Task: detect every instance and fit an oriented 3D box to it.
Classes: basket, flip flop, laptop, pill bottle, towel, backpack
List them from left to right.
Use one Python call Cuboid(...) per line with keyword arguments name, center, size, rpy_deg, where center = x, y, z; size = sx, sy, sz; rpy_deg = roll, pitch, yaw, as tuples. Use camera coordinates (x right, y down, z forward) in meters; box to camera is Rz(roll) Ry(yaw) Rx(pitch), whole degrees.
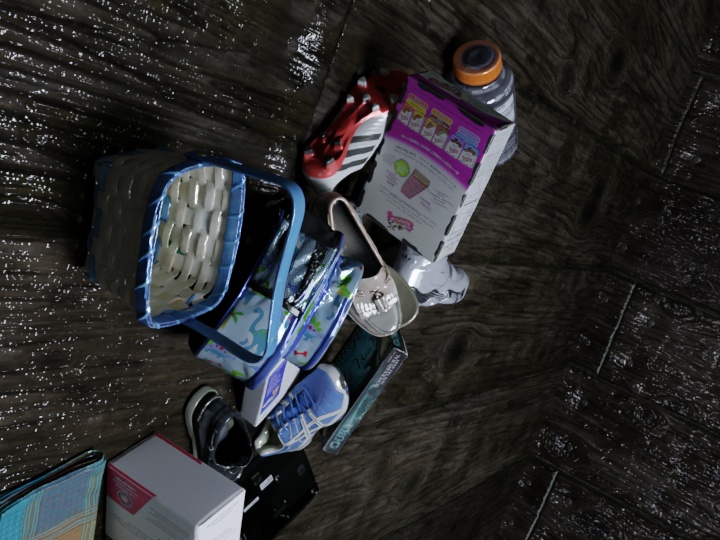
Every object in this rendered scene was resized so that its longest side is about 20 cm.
Cuboid(name="towel", center=(-0.340, 0.301, 0.964), size=(0.146, 0.022, 0.201), rpy_deg=(-23, 133, -54))
Cuboid(name="basket", center=(-0.149, -0.028, 0.825), size=(0.139, 0.199, 0.177), rpy_deg=(-20, 131, -56))
Cuboid(name="laptop", center=(-0.158, 0.365, 1.383), size=(0.177, 0.103, 0.201), rpy_deg=(-39, 119, -44))
Cuboid(name="backpack", center=(-0.094, 0.033, 1.001), size=(0.200, 0.147, 0.183), rpy_deg=(-57, -169, -3))
Cuboid(name="flip flop", center=(0.000, 0.000, 1.170), size=(0.081, 0.200, 0.058), rpy_deg=(-39, -166, -4))
Cuboid(name="pill bottle", center=(0.185, -0.256, 1.373), size=(0.106, 0.106, 0.200), rpy_deg=(-54, 152, -22))

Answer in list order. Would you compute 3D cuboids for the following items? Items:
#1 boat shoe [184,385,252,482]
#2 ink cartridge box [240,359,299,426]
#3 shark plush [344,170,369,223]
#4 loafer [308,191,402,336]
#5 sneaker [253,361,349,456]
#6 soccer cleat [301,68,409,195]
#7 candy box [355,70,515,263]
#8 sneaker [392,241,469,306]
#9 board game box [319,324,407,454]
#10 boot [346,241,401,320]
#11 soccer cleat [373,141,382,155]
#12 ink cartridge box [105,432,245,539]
Cuboid(name="boat shoe", center=(-0.172, 0.229, 1.167), size=(0.075, 0.066, 0.200), rpy_deg=(-45, 148, -36))
Cuboid(name="ink cartridge box", center=(-0.109, 0.126, 1.167), size=(0.095, 0.037, 0.200), rpy_deg=(-47, 170, -31))
Cuboid(name="shark plush", center=(-0.032, -0.039, 1.239), size=(0.083, 0.090, 0.201), rpy_deg=(-61, 156, -79))
Cuboid(name="loafer", center=(-0.003, -0.004, 1.106), size=(0.072, 0.063, 0.201), rpy_deg=(-30, 101, -15))
Cuboid(name="sneaker", center=(-0.083, 0.203, 1.258), size=(0.077, 0.076, 0.200), rpy_deg=(-17, 149, -46))
Cuboid(name="soccer cleat", center=(-0.002, -0.176, 1.140), size=(0.200, 0.068, 0.085), rpy_deg=(-50, 160, -21))
Cuboid(name="candy box", center=(0.091, -0.130, 1.133), size=(0.061, 0.136, 0.201), rpy_deg=(-25, 146, -50))
Cuboid(name="sneaker", center=(0.115, -0.012, 1.347), size=(0.200, 0.075, 0.115), rpy_deg=(-8, 124, -52))
Cuboid(name="board game box", center=(-0.005, 0.149, 1.301), size=(0.028, 0.135, 0.200), rpy_deg=(23, 115, -22))
Cuboid(name="boot", center=(0.051, -0.026, 1.382), size=(0.200, 0.072, 0.183), rpy_deg=(-14, 123, -50))
Cuboid(name="soccer cleat", center=(0.060, -0.161, 1.258), size=(0.086, 0.070, 0.200), rpy_deg=(-55, 153, -19))
Cuboid(name="ink cartridge box", center=(-0.223, 0.318, 1.059), size=(0.084, 0.144, 0.201), rpy_deg=(-31, 138, -50))
